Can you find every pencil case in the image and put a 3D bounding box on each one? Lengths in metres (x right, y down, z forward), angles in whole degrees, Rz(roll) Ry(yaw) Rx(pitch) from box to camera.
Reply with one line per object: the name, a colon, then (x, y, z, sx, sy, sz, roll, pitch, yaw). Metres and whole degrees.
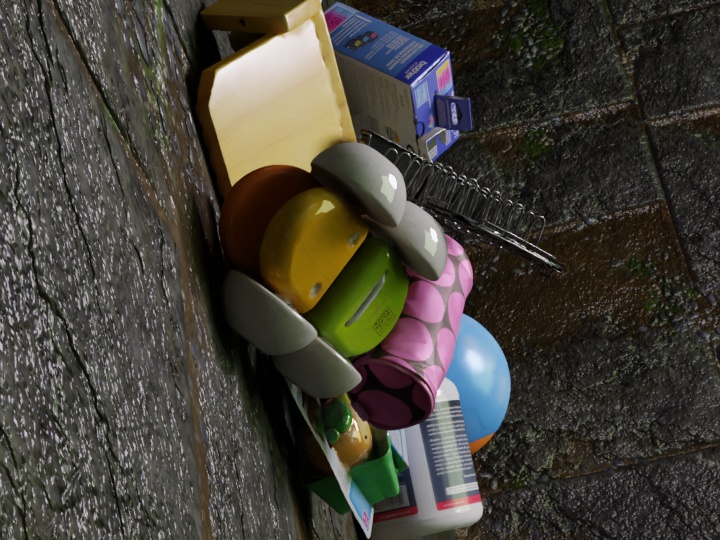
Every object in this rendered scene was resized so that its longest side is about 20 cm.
pencil case: (0.042, 0.055, 1.349, 0.091, 0.094, 0.200, 56, 31, -22)

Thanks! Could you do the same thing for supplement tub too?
supplement tub: (0.055, 0.203, 1.742, 0.140, 0.140, 0.200, 50, 28, -79)

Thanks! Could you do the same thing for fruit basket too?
fruit basket: (-0.024, 0.110, 1.368, 0.185, 0.094, 0.200, -95, 168, -58)

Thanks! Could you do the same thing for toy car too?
toy car: (-0.041, -0.011, 1.219, 0.150, 0.175, 0.200, 30, -11, 37)

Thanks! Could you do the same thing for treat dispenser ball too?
treat dispenser ball: (0.088, 0.145, 1.913, 0.201, 0.201, 0.201, -13, 90, -85)

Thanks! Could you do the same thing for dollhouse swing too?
dollhouse swing: (-0.106, -0.126, 1.363, 0.182, 0.176, 0.200, 13, -54, 48)

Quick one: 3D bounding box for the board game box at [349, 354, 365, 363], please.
board game box: (-0.020, 0.126, 1.620, 0.200, 0.039, 0.158, 69, -18, 1)

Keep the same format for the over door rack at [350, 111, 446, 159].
over door rack: (0.019, -0.068, 1.700, 0.067, 0.148, 0.200, -16, 114, -43)

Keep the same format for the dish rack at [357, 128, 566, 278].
dish rack: (0.089, -0.057, 1.333, 0.200, 0.153, 0.055, 28, -87, 58)

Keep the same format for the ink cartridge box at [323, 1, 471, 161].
ink cartridge box: (0.034, -0.204, 1.734, 0.200, 0.076, 0.137, 31, -29, 30)
